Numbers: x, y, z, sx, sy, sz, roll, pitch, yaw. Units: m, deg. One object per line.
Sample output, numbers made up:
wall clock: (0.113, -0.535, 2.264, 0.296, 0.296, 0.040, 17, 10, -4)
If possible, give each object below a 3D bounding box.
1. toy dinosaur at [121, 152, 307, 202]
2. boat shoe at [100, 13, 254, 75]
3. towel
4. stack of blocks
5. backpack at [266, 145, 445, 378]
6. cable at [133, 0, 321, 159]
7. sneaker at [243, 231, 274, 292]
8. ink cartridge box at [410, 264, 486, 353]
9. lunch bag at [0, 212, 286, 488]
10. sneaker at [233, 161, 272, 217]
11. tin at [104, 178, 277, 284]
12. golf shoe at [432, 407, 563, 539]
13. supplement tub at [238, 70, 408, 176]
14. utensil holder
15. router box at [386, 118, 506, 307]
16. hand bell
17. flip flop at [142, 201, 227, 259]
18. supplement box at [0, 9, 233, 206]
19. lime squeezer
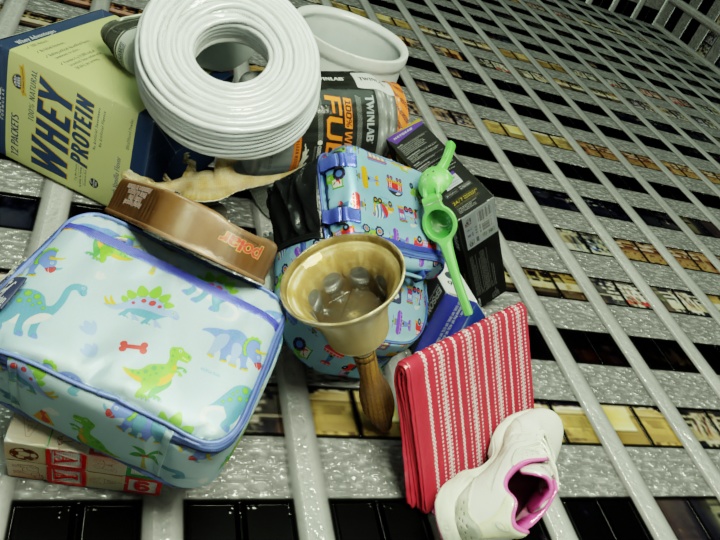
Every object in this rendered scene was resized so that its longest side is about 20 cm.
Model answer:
toy dinosaur: (-0.152, -0.097, 0.732, 0.197, 0.059, 0.102, -4, 29, 0)
boat shoe: (-0.210, -0.282, 0.800, 0.064, 0.071, 0.199, 42, 40, 23)
towel: (0.107, 0.125, 0.646, 0.022, 0.147, 0.199, 5, 17, 45)
stack of blocks: (-0.203, 0.072, 0.559, 0.114, 0.059, 0.202, 13, 48, -14)
backpack: (0.000, 0.000, 0.681, 0.181, 0.134, 0.203, 17, 60, -41)
cable: (-0.135, -0.217, 0.704, 0.197, 0.069, 0.203, 13, 68, -11)
sneaker: (-0.091, -0.019, 0.756, 0.070, 0.073, 0.201, 27, 36, -6)
ink cartridge box: (0.072, 0.021, 0.776, 0.039, 0.100, 0.201, 2, 40, -27)
lunch bag: (-0.163, 0.050, 0.500, 0.198, 0.083, 0.162, 27, 42, -3)
sneaker: (-0.116, -0.165, 0.916, 0.117, 0.074, 0.202, -18, 68, -36)
tin: (-0.145, -0.035, 0.570, 0.112, 0.042, 0.199, 34, -9, -37)
golf shoe: (0.151, 0.185, 0.606, 0.199, 0.091, 0.076, -31, 93, -45)
supplement tub: (-0.048, -0.183, 0.826, 0.197, 0.124, 0.123, -7, 44, -21)
utensil holder: (-0.040, -0.251, 0.974, 0.168, 0.202, 0.171, 14, 36, -11)
router box: (0.110, -0.065, 0.832, 0.052, 0.201, 0.158, -32, 54, -5)
hand bell: (0.006, 0.078, 0.593, 0.102, 0.202, 0.105, -9, 40, 8)
flip flop: (-0.195, -0.002, 0.700, 0.080, 0.058, 0.202, 14, 52, -6)
supplement box: (-0.296, -0.198, 0.818, 0.198, 0.135, 0.201, 26, 34, 3)
lime squeezer: (0.082, -0.057, 0.675, 0.037, 0.071, 0.203, -10, 65, 15)
